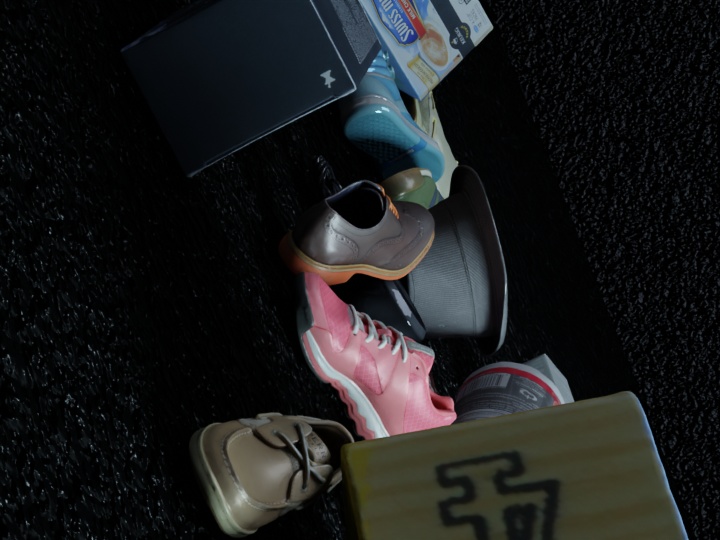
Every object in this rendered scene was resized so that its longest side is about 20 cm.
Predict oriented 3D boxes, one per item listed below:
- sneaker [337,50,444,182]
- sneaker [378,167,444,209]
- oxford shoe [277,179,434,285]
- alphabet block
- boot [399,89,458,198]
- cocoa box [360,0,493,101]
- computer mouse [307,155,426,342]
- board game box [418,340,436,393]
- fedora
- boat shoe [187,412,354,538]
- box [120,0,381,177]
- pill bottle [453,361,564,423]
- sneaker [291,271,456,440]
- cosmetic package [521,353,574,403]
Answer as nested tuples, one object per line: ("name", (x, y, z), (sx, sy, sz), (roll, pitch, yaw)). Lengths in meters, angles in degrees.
("sneaker", (0.029, -0.178, 2.011), (0.200, 0.079, 0.132), (48, 23, -57))
("sneaker", (0.071, -0.052, 1.967), (0.090, 0.067, 0.200), (62, 8, 11))
("oxford shoe", (0.014, -0.038, 1.532), (0.071, 0.073, 0.199), (44, 29, 17))
("alphabet block", (0.102, 0.221, 1.157), (0.196, 0.198, 0.198), (85, -8, -49))
("boot", (0.076, -0.162, 2.194), (0.155, 0.071, 0.201), (57, 20, -31))
("cocoa box", (0.036, -0.324, 2.096), (0.133, 0.131, 0.200), (33, -15, 46))
("computer mouse", (0.000, 0.000, 1.635), (0.139, 0.052, 0.201), (55, 6, -45))
("board game box", (0.042, 0.075, 1.723), (0.103, 0.019, 0.201), (56, 16, -43))
("fedora", (0.077, 0.000, 1.711), (0.200, 0.089, 0.179), (95, -19, -74))
("boat shoe", (-0.053, 0.119, 1.139), (0.072, 0.064, 0.200), (66, 12, 5))
("box", (-0.078, -0.170, 1.383), (0.108, 0.147, 0.200), (62, 12, -12))
("pill bottle", (0.119, 0.175, 1.617), (0.111, 0.110, 0.200), (62, 25, -16))
("sneaker", (0.012, 0.067, 1.456), (0.201, 0.086, 0.074), (57, 14, -32))
("cosmetic package", (0.191, 0.204, 1.906), (0.090, 0.106, 0.202), (44, 26, -56))
